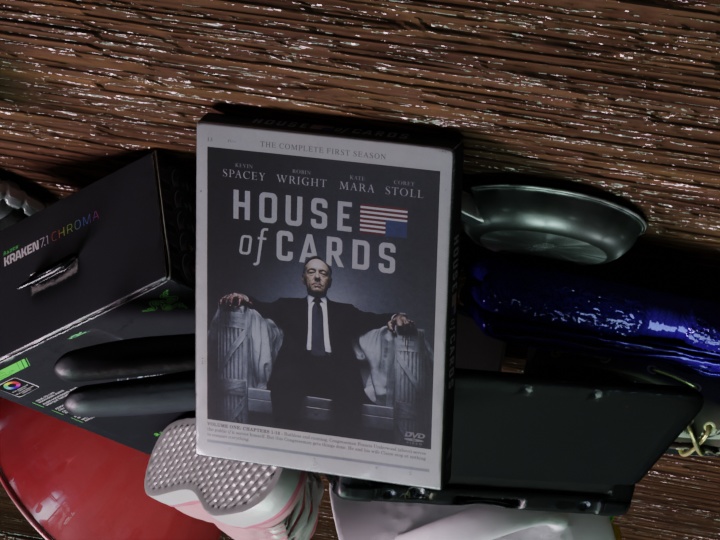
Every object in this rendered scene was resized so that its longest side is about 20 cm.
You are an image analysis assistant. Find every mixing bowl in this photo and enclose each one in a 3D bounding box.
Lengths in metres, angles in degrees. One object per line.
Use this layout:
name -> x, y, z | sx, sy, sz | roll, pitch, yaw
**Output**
mixing bowl -> -0.155, 0.117, 1.652 | 0.200, 0.200, 0.108 | 24, 120, -40

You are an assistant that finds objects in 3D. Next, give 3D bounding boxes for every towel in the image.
towel -> 0.161, 0.034, 1.424 | 0.199, 0.050, 0.148 | 11, 179, -1

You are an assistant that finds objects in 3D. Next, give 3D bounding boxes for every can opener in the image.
can opener -> -0.082, 0.059, 1.378 | 0.199, 0.063, 0.079 | -8, 131, -27

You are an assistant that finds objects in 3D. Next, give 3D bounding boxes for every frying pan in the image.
frying pan -> 0.083, -0.036, 1.320 | 0.115, 0.031, 0.190 | -2, 164, 41

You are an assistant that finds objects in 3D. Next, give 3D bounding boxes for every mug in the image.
mug -> 0.080, 0.181, 1.552 | 0.175, 0.148, 0.200 | -17, 166, 3

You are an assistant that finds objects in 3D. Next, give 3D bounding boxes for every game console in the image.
game console -> 0.080, 0.083, 1.435 | 0.199, 0.117, 0.176 | 6, -160, -21

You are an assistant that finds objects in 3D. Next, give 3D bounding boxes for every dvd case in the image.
dvd case -> -0.020, 0.018, 1.299 | 0.150, 0.201, 0.025 | 7, -160, 16

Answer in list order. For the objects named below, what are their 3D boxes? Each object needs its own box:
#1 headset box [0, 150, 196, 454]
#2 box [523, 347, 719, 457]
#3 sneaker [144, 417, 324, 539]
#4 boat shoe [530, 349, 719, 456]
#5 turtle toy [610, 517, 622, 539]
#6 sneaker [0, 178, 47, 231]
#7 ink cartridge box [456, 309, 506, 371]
headset box -> -0.136, 0.023, 1.471 | 0.174, 0.093, 0.200 | -24, 149, 26
box -> 0.233, 0.090, 1.654 | 0.160, 0.044, 0.200 | 1, 163, 36
sneaker -> -0.054, 0.136, 1.456 | 0.104, 0.076, 0.200 | 27, 166, -22
boat shoe -> 0.206, 0.087, 1.507 | 0.201, 0.060, 0.072 | 26, 144, 14
turtle toy -> 0.100, 0.165, 1.701 | 0.199, 0.146, 0.101 | -18, 164, 1
sneaker -> -0.294, -0.019, 1.497 | 0.200, 0.116, 0.075 | 23, 162, -39
ink cartridge box -> -0.006, 0.072, 1.688 | 0.145, 0.084, 0.200 | 16, 165, -22
